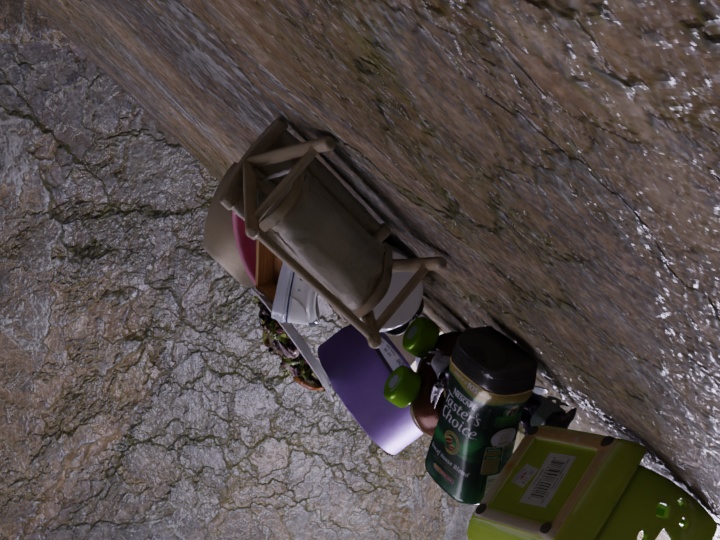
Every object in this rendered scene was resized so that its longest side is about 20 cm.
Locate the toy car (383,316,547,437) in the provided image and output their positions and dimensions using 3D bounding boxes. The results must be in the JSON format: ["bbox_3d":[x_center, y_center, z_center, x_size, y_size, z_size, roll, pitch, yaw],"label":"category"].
[{"bbox_3d":[0.160,0.147,1.572,0.163,0.159,0.199,33,152,-20],"label":"toy car"}]

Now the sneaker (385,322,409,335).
[{"bbox_3d":[0.002,0.032,1.929,0.200,0.083,0.121,50,171,3],"label":"sneaker"}]

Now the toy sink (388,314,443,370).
[{"bbox_3d":[0.086,0.140,2.059,0.130,0.112,0.200,40,175,25],"label":"toy sink"}]

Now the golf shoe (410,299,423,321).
[{"bbox_3d":[0.026,0.016,1.758,0.199,0.078,0.088,24,-155,33],"label":"golf shoe"}]

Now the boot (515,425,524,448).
[{"bbox_3d":[0.246,0.237,1.846,0.201,0.073,0.155,53,168,-19],"label":"boot"}]

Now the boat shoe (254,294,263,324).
[{"bbox_3d":[-0.104,0.029,1.765,0.074,0.201,0.062,-3,-129,-42],"label":"boat shoe"}]

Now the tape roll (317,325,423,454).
[{"bbox_3d":[0.027,0.171,1.727,0.201,0.085,0.200,51,-172,-10],"label":"tape roll"}]

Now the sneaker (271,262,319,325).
[{"bbox_3d":[-0.060,-0.026,1.454,0.070,0.202,0.073,12,-163,-2],"label":"sneaker"}]

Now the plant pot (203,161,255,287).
[{"bbox_3d":[-0.171,-0.054,1.812,0.200,0.135,0.200,43,175,4],"label":"plant pot"}]

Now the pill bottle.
[{"bbox_3d":[0.016,0.021,1.497,0.114,0.114,0.200,42,176,-7],"label":"pill bottle"}]

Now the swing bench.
[{"bbox_3d":[-0.040,-0.045,1.257,0.199,0.130,0.200,44,176,-23],"label":"swing bench"}]

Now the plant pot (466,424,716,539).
[{"bbox_3d":[0.254,0.296,1.318,0.182,0.200,0.198,51,155,-24],"label":"plant pot"}]

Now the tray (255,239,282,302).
[{"bbox_3d":[-0.100,-0.049,1.546,0.098,0.037,0.202,33,129,44],"label":"tray"}]

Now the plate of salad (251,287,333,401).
[{"bbox_3d":[-0.105,0.112,1.637,0.201,0.048,0.200,53,173,10],"label":"plate of salad"}]

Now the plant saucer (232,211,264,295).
[{"bbox_3d":[-0.113,-0.055,1.638,0.200,0.050,0.203,25,122,49],"label":"plant saucer"}]

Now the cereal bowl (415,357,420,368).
[{"bbox_3d":[0.154,0.201,1.777,0.200,0.082,0.202,162,90,-83],"label":"cereal bowl"}]

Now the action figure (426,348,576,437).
[{"bbox_3d":[0.171,0.156,1.455,0.199,0.070,0.131,30,137,6],"label":"action figure"}]

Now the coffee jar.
[{"bbox_3d":[0.144,0.172,1.373,0.085,0.202,0.104,-6,-150,-34],"label":"coffee jar"}]
